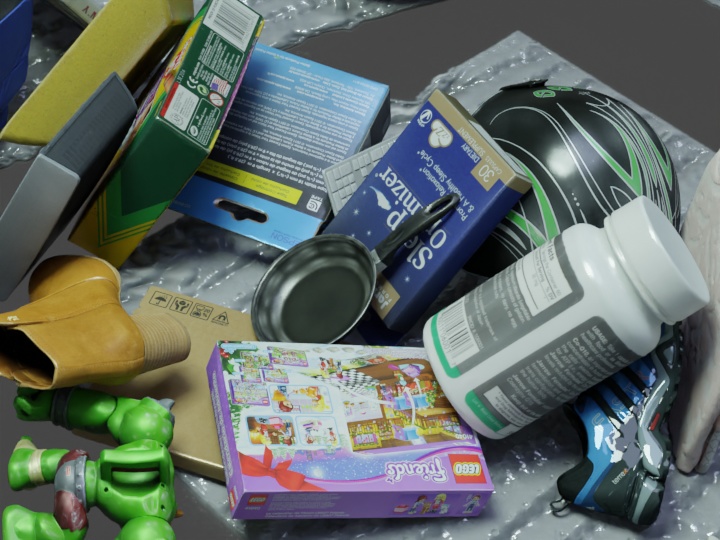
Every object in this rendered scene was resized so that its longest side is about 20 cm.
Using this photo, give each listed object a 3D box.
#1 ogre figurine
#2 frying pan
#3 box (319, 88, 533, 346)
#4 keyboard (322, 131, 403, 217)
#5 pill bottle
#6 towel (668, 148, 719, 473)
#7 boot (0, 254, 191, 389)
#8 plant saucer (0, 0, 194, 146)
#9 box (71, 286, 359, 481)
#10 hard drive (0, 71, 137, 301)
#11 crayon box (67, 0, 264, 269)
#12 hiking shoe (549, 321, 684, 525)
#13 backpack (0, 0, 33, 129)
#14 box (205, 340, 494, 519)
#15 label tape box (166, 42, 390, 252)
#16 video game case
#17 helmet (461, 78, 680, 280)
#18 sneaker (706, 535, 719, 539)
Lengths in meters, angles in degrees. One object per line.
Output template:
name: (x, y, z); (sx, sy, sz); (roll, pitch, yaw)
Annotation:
ogre figurine: (-0.188, 0.160, 0.988); (0.119, 0.099, 0.200); (-7, 33, 0)
frying pan: (-0.012, -0.006, 1.147); (0.190, 0.031, 0.115); (-48, 47, -10)
box: (0.041, -0.037, 1.167); (0.032, 0.200, 0.121); (17, 28, -48)
keyboard: (0.034, -0.095, 1.291); (0.011, 0.057, 0.200); (1, 21, 39)
pill bottle: (0.157, 0.036, 1.072); (0.200, 0.113, 0.113); (-33, 41, 20)
towel: (0.283, 0.031, 1.124); (0.032, 0.192, 0.201); (7, 45, -5)
boot: (-0.241, 0.036, 1.069); (0.201, 0.071, 0.144); (21, 17, 39)
plant saucer: (-0.219, -0.184, 1.246); (0.048, 0.200, 0.200); (42, 9, -6)
box: (-0.107, 0.096, 1.118); (0.199, 0.021, 0.164); (16, 44, 8)
hard drive: (-0.252, -0.061, 1.143); (0.042, 0.200, 0.135); (36, 45, -7)
crayon box: (-0.170, -0.126, 1.228); (0.058, 0.173, 0.200); (32, 41, -16)
hiking shoe: (0.205, 0.097, 1.102); (0.086, 0.075, 0.201); (9, 61, 10)
backpack: (-0.416, -0.186, 1.250); (0.199, 0.169, 0.163); (14, 25, 1)
box: (-0.010, 0.120, 1.064); (0.199, 0.039, 0.137); (4, 47, -21)
label tape box: (-0.075, -0.099, 1.285); (0.144, 0.063, 0.201); (20, 63, 12)
video game case: (-0.306, -0.276, 1.378); (0.200, 0.182, 0.023); (35, 88, 25)
helmet: (0.180, -0.053, 1.200); (0.200, 0.201, 0.190); (-28, 44, -32)
sneaker: (0.195, 0.238, 0.996); (0.199, 0.075, 0.087); (-2, 32, -20)
